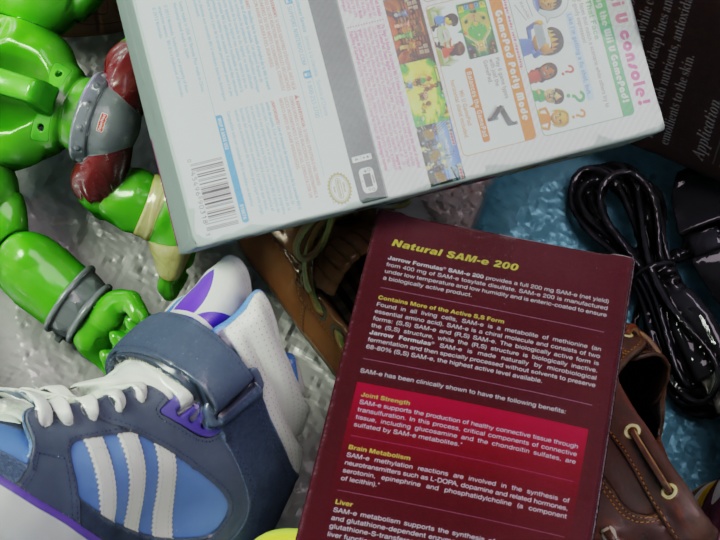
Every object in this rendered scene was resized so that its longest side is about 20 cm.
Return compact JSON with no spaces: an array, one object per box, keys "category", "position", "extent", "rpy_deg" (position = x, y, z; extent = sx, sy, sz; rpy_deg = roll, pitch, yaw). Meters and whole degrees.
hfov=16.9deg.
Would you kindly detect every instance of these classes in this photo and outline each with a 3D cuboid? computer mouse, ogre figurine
[{"category":"computer mouse","position":[0.211,-0.017,1.164],"extent":[0.199,0.053,0.139],"rpy_deg":[-15,68,-27]},{"category":"ogre figurine","position":[-0.115,-0.068,1.033],"extent":[0.119,0.201,0.098],"rpy_deg":[18,15,1]}]

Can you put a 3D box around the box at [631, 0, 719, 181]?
[{"category":"box","position":[0.152,-0.170,1.134],"extent":[0.199,0.166,0.165],"rpy_deg":[24,56,10]}]

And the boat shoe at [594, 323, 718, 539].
[{"category":"boat shoe","position":[0.104,0.058,1.035],"extent":[0.070,0.070,0.201],"rpy_deg":[41,22,-38]}]

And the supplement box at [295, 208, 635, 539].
[{"category":"supplement box","position":[0.038,0.075,0.925],"extent":[0.108,0.061,0.201],"rpy_deg":[12,50,4]}]

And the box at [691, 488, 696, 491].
[{"category":"box","position":[0.102,0.188,1.018],"extent":[0.199,0.041,0.157],"rpy_deg":[-15,68,-28]}]

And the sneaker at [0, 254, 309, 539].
[{"category":"sneaker","position":[-0.099,0.049,0.943],"extent":[0.200,0.080,0.147],"rpy_deg":[35,70,-41]}]

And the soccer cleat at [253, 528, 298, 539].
[{"category":"soccer cleat","position":[0.028,0.176,0.931],"extent":[0.200,0.065,0.084],"rpy_deg":[40,42,4]}]

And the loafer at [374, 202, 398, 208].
[{"category":"loafer","position":[0.000,-0.118,1.070],"extent":[0.069,0.070,0.201],"rpy_deg":[9,51,-22]}]

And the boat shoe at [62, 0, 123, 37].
[{"category":"boat shoe","position":[-0.097,-0.169,1.129],"extent":[0.199,0.073,0.065],"rpy_deg":[-32,40,-29]}]

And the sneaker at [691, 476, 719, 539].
[{"category":"sneaker","position":[0.170,0.170,0.970],"extent":[0.074,0.090,0.201],"rpy_deg":[2,69,-21]}]

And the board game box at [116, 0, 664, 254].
[{"category":"board game box","position":[0.007,-0.101,0.985],"extent":[0.199,0.064,0.149],"rpy_deg":[-14,88,-10]}]

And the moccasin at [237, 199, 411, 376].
[{"category":"moccasin","position":[-0.001,0.000,1.058],"extent":[0.073,0.078,0.202],"rpy_deg":[-17,70,-25]}]
